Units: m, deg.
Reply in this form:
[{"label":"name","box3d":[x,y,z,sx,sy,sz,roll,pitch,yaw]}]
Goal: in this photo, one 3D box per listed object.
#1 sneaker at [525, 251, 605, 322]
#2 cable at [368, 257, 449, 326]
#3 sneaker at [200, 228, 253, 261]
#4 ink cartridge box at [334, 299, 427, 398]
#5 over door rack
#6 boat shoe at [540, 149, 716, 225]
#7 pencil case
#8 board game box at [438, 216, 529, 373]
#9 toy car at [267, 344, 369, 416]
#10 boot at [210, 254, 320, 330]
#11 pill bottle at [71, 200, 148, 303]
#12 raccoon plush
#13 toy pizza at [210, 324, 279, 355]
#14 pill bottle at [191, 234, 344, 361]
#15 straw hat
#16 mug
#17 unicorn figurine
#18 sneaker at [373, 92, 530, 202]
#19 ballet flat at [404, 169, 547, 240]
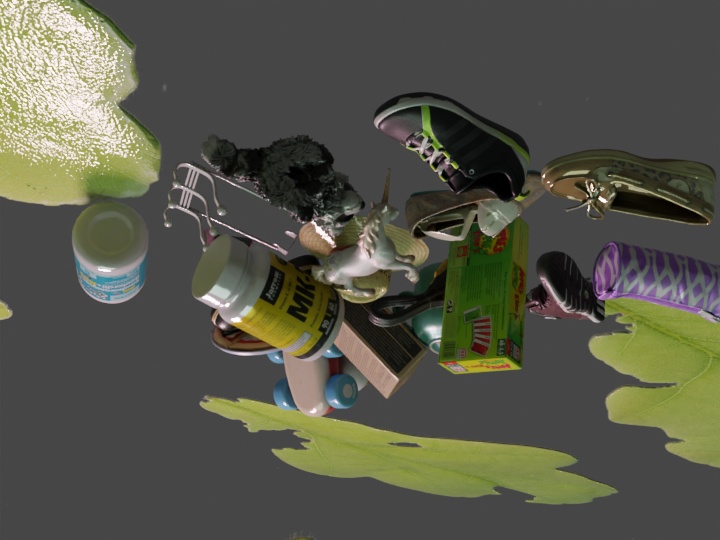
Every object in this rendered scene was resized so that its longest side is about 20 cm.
[{"label":"sneaker","box3d":[0.278,0.035,1.283,0.114,0.077,0.199,-7,153,37]},{"label":"cable","box3d":[0.104,0.044,1.211,0.097,0.199,0.051,43,149,27]},{"label":"sneaker","box3d":[-0.201,-0.001,1.371,0.094,0.080,0.200,-2,159,-6]},{"label":"ink cartridge box","box3d":[0.021,0.117,1.428,0.165,0.075,0.200,47,166,9]},{"label":"over door rack","box3d":[-0.171,-0.072,1.191,0.197,0.068,0.148,14,157,-14]},{"label":"boat shoe","box3d":[0.307,-0.093,0.990,0.196,0.064,0.074,4,157,10]},{"label":"pencil case","box3d":[0.419,0.020,1.184,0.197,0.087,0.084,12,158,-7]},{"label":"board game box","box3d":[0.165,0.031,1.143,0.100,0.203,0.047,-9,152,35]},{"label":"toy car","box3d":[-0.046,0.174,1.658,0.183,0.180,0.198,-11,179,44]},{"label":"boot","box3d":[-0.137,0.078,1.343,0.198,0.140,0.077,-30,149,16]},{"label":"pill bottle","box3d":[-0.383,-0.018,1.329,0.109,0.113,0.200,12,157,-9]},{"label":"raccoon plush","box3d":[-0.087,-0.118,1.084,0.199,0.098,0.134,33,178,18]},{"label":"toy pizza","box3d":[-0.156,0.082,1.445,0.197,0.200,0.032,-1,114,20]},{"label":"pill bottle","box3d":[-0.128,0.038,1.201,0.199,0.116,0.114,30,149,-31]},{"label":"straw hat","box3d":[0.000,0.000,1.275,0.197,0.086,0.202,7,157,3]},{"label":"mug","box3d":[0.148,0.074,1.359,0.150,0.116,0.185,16,155,-19]},{"label":"unicorn figurine","box3d":[0.015,-0.023,1.142,0.199,0.075,0.137,-36,141,24]},{"label":"sneaker","box3d":[0.107,-0.129,0.947,0.197,0.084,0.072,16,155,-17]},{"label":"ballet flat","box3d":[0.144,-0.073,1.085,0.198,0.068,0.068,-10,151,36]}]
